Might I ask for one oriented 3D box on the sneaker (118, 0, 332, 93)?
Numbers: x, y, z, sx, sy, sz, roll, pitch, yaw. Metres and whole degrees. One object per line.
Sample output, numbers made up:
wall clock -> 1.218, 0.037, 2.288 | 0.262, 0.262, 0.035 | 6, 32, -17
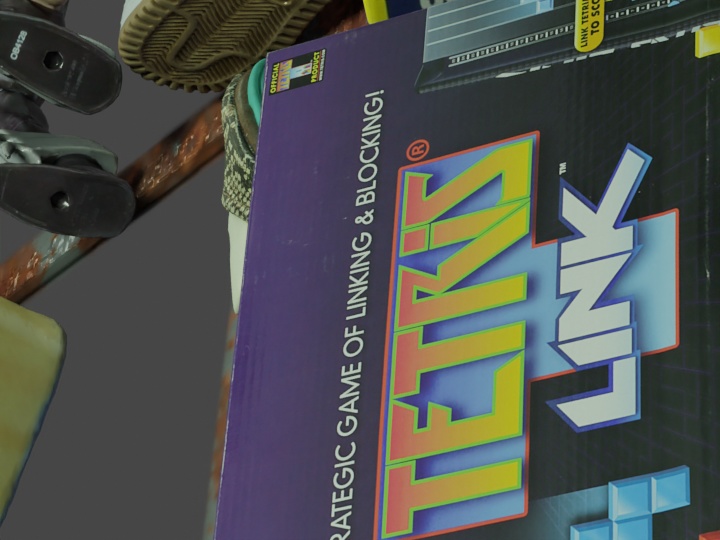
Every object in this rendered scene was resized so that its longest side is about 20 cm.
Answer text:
sneaker -> -0.013, -0.146, 0.954 | 0.200, 0.070, 0.109 | -31, 43, 48

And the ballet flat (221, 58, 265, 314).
ballet flat -> 0.000, 0.000, 0.822 | 0.200, 0.068, 0.075 | 40, 110, 57

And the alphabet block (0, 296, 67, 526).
alphabet block -> -0.256, 0.070, 1.030 | 0.195, 0.200, 0.197 | -5, 62, 57

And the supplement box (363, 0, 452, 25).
supplement box -> 0.037, -0.171, 0.742 | 0.109, 0.200, 0.110 | -11, 42, 1

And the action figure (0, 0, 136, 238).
action figure -> -0.132, -0.074, 1.078 | 0.200, 0.069, 0.130 | -142, 62, -69

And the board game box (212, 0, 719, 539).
board game box -> 0.052, 0.019, 0.667 | 0.165, 0.057, 0.200 | -14, 51, 23
